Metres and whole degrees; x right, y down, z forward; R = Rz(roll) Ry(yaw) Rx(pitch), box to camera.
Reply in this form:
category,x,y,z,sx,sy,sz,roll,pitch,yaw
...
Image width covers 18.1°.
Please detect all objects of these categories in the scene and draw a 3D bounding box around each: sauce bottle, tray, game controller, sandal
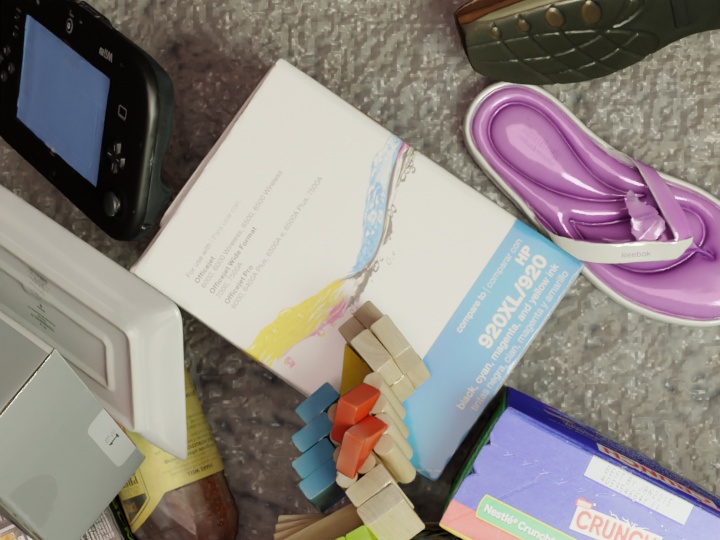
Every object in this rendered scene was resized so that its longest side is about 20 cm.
category,x,y,z,sx,sy,sz,roll,pitch,yaw
sauce bottle,-0.109,0.120,1.295,0.066,0.066,0.200,-21,85,3
tray,-0.169,0.022,1.246,0.200,0.022,0.108,32,135,35
game controller,-0.158,-0.095,1.245,0.042,0.200,0.105,-14,121,-28
sandal,0.142,-0.035,1.292,0.202,0.050,0.083,33,91,5

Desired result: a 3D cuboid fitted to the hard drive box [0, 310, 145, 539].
category,x,y,z,sx,sy,sz,roll,pitch,yaw
hard drive box,-0.233,0.052,1.225,0.200,0.156,0.077,33,76,24

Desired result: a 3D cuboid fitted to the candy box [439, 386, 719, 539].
category,x,y,z,sx,sy,sz,roll,pitch,yaw
candy box,0.135,0.135,1.214,0.169,0.200,0.077,28,90,4

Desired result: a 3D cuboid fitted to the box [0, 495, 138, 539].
category,x,y,z,sx,sy,sz,roll,pitch,yaw
box,-0.220,0.192,1.310,0.193,0.048,0.200,-26,87,4

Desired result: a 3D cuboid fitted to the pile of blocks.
category,x,y,z,sx,sy,sz,roll,pitch,yaw
pile of blocks,-0.010,0.105,1.112,0.082,0.062,0.200,-6,65,13

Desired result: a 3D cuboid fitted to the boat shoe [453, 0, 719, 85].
category,x,y,z,sx,sy,sz,roll,pitch,yaw
boat shoe,0.151,-0.166,1.291,0.200,0.076,0.074,-15,55,0

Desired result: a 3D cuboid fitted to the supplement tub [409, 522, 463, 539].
category,x,y,z,sx,sy,sz,roll,pitch,yaw
supplement tub,0.038,0.211,1.217,0.144,0.200,0.145,0,88,4

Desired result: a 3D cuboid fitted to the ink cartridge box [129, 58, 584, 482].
category,x,y,z,sx,sy,sz,roll,pitch,yaw
ink cartridge box,0.000,0.000,1.252,0.200,0.147,0.145,34,90,3
